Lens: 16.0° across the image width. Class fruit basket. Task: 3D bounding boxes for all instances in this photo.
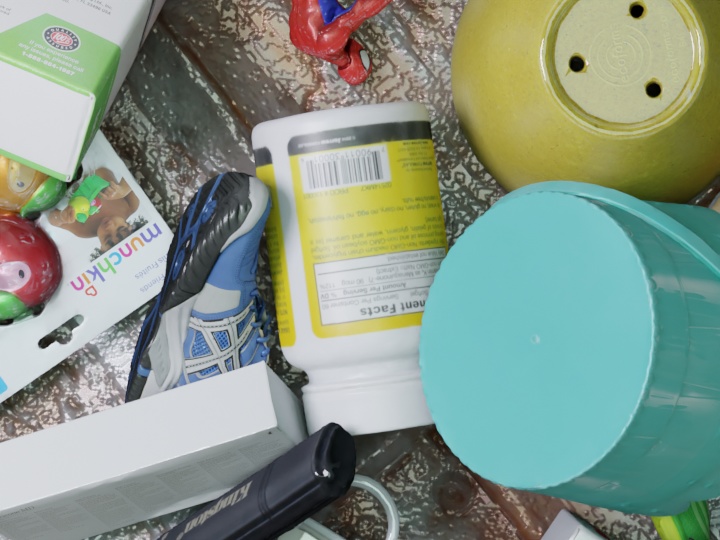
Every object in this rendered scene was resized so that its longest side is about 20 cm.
[{"bbox_3d":[-0.236,-0.030,1.624,0.185,0.094,0.200,-34,93,1],"label":"fruit basket"}]

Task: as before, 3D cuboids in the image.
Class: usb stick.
[{"bbox_3d":[-0.075,0.155,1.591,0.033,0.055,0.200,35,131,-24],"label":"usb stick"}]

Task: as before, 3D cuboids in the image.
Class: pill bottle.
[{"bbox_3d":[0.000,0.000,1.608,0.114,0.114,0.200,-8,90,1],"label":"pill bottle"}]

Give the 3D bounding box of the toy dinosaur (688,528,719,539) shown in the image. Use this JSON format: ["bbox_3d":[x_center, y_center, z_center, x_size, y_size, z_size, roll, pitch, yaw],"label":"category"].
[{"bbox_3d":[0.256,0.153,1.593,0.101,0.058,0.200,-23,106,-25],"label":"toy dinosaur"}]

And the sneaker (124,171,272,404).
[{"bbox_3d":[-0.087,0.019,1.604,0.077,0.076,0.200,16,131,-10],"label":"sneaker"}]

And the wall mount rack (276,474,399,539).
[{"bbox_3d":[-0.016,0.233,1.632,0.174,0.075,0.200,31,91,4],"label":"wall mount rack"}]

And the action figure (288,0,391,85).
[{"bbox_3d":[-0.030,-0.213,1.622,0.099,0.065,0.200,-38,116,-16],"label":"action figure"}]

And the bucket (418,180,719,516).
[{"bbox_3d":[0.143,0.046,1.538,0.207,0.135,0.207,-9,77,41],"label":"bucket"}]

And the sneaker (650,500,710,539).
[{"bbox_3d":[0.213,0.084,1.624,0.083,0.074,0.200,-1,90,5],"label":"sneaker"}]

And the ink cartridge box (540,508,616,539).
[{"bbox_3d":[0.190,0.236,1.588,0.200,0.147,0.083,32,89,0],"label":"ink cartridge box"}]

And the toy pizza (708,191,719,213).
[{"bbox_3d":[0.302,-0.024,1.581,0.200,0.032,0.200,-11,45,11],"label":"toy pizza"}]

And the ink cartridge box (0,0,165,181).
[{"bbox_3d":[-0.201,-0.170,1.572,0.145,0.084,0.200,23,47,0],"label":"ink cartridge box"}]

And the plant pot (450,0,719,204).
[{"bbox_3d":[0.157,-0.130,1.591,0.200,0.142,0.200,0,89,1],"label":"plant pot"}]

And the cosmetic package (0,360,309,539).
[{"bbox_3d":[-0.136,0.118,1.606,0.200,0.083,0.051,-17,65,10],"label":"cosmetic package"}]
